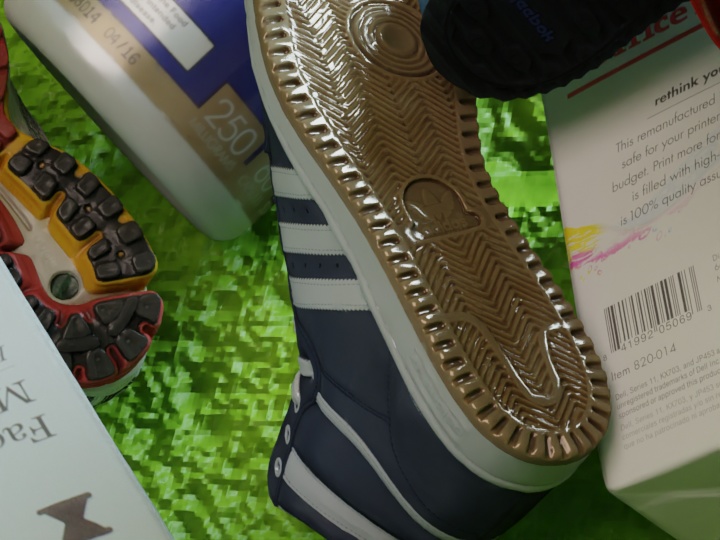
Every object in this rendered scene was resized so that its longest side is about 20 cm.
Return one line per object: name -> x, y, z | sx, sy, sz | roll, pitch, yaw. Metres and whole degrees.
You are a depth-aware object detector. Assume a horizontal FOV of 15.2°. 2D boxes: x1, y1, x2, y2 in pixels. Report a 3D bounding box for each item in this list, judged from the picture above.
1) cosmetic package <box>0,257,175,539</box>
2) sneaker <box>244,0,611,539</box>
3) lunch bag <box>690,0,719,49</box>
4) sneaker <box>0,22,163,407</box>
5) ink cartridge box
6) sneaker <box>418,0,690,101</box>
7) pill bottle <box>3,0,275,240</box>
cosmetic package -> -0.134, 0.133, 0.754 | 0.164, 0.166, 0.200 | -21, 49, -21
sneaker -> 0.000, 0.000, 0.822 | 0.070, 0.109, 0.201 | -7, 58, -30
lunch bag -> 0.148, -0.112, 0.682 | 0.176, 0.199, 0.082 | -41, 26, 37
sneaker -> -0.141, -0.034, 0.909 | 0.078, 0.082, 0.201 | -29, 76, -16
ink cartridge box -> 0.122, -0.029, 0.807 | 0.117, 0.067, 0.201 | -26, 52, 28
sneaker -> 0.105, -0.118, 0.779 | 0.199, 0.066, 0.079 | -21, 34, 24
pill bottle -> -0.013, -0.116, 0.909 | 0.200, 0.116, 0.116 | -43, 52, -3
